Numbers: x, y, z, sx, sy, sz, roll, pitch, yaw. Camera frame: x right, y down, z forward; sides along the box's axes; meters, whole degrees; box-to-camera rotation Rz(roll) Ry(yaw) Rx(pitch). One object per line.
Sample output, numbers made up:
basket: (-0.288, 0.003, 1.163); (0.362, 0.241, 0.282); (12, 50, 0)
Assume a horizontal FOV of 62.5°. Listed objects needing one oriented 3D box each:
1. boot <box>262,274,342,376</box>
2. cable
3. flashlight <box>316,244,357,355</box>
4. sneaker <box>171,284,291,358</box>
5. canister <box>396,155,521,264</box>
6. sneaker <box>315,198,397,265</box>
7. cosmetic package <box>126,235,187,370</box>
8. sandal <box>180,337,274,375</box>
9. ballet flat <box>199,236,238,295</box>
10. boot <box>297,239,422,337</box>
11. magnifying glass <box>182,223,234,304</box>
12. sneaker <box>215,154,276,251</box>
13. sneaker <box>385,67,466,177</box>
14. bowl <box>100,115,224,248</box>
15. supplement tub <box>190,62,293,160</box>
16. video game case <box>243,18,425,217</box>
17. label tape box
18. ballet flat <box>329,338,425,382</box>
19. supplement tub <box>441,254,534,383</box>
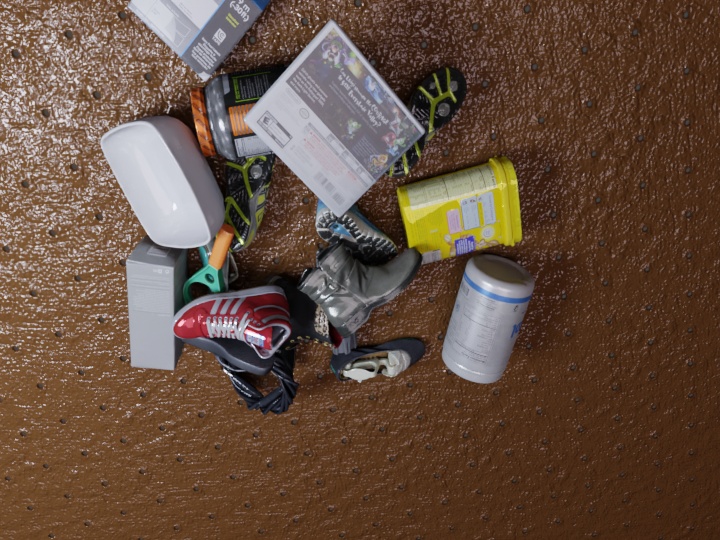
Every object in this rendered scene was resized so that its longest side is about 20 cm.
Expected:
boot: (-0.103, 0.115, 1.075); (0.146, 0.073, 0.207); (10, 113, 25)
cable: (-0.190, 0.197, 1.088); (0.195, 0.050, 0.168); (9, 119, 36)
flashlight: (-0.042, 0.058, 1.089); (0.065, 0.068, 0.206); (-6, 116, -5)
sneaker: (-0.205, 0.094, 0.961); (0.193, 0.114, 0.073); (-15, 133, -13)
canister: (0.170, -0.099, 1.028); (0.193, 0.087, 0.153); (-14, 119, 2)
sneaker: (-0.003, -0.075, 1.022); (0.077, 0.092, 0.199); (-30, 138, 21)
cosmetic package: (-0.349, 0.058, 1.031); (0.087, 0.108, 0.206); (8, 114, -7)
sandal: (-0.223, 0.133, 1.013); (0.195, 0.076, 0.044); (19, 120, 28)
ballet flat: (-0.245, 0.035, 1.059); (0.062, 0.067, 0.206); (-18, 124, -32)
boot: (0.000, 0.000, 0.971); (0.199, 0.068, 0.132); (-41, 105, -4)
magnifying glass: (-0.245, 0.006, 0.980); (0.078, 0.023, 0.203); (31, 126, 2)
sneaker: (-0.186, -0.133, 0.981); (0.073, 0.076, 0.206); (22, 95, 6)
sneaker: (0.091, -0.242, 0.954); (0.075, 0.076, 0.201); (41, 88, -15)
bowl: (-0.294, -0.142, 0.917); (0.196, 0.075, 0.204); (3, 124, 44)
supplement tub: (-0.148, -0.238, 0.892); (0.193, 0.123, 0.126); (-11, 118, -7)
video game case: (-0.035, -0.206, 0.837); (0.181, 0.024, 0.200); (-41, 112, 14)
label tape box: (-0.212, -0.403, 0.845); (0.143, 0.064, 0.200); (40, 106, -23)
ballet flat: (0.037, 0.182, 1.160); (0.192, 0.074, 0.075); (-6, 117, -4)
supplement tub: (0.234, 0.088, 1.102); (0.127, 0.133, 0.206); (7, 116, -10)
